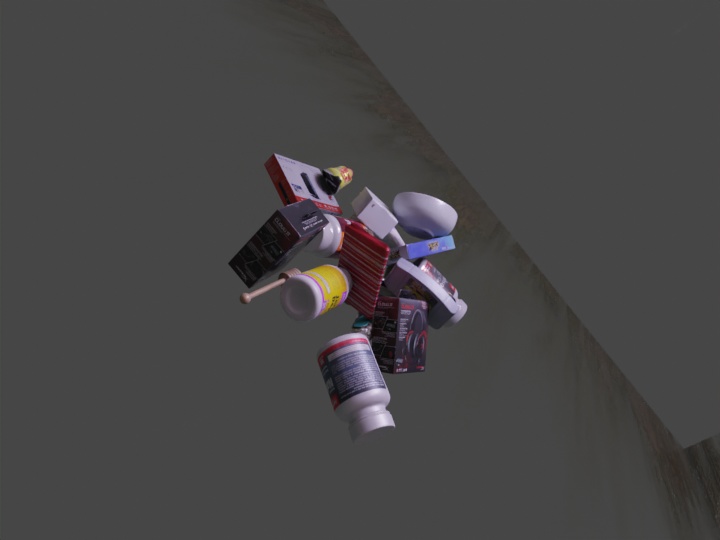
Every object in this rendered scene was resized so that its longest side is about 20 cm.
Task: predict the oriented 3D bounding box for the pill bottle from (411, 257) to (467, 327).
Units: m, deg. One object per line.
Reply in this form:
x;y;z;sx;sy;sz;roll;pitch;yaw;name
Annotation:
0.216;0.068;1.579;0.200;0.116;0.116;44;27;-10;pill bottle

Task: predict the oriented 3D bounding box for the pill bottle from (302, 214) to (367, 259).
-0.071;-0.088;1.414;0.199;0.114;0.115;5;51;-55;pill bottle

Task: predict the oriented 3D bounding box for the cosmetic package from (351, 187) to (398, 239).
0.038;-0.170;1.551;0.101;0.071;0.200;41;10;-16;cosmetic package

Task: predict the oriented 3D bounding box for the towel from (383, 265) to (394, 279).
0.126;0.054;1.630;0.148;0.036;0.200;44;28;-12;towel

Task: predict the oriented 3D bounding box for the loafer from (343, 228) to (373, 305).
-0.006;-0.009;1.386;0.076;0.201;0.067;15;2;15;loafer

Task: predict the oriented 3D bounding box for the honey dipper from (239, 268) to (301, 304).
-0.194;0.035;1.156;0.038;0.038;0.200;53;28;5;honey dipper

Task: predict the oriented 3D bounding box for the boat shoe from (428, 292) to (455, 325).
0.178;0.115;1.480;0.075;0.199;0.062;68;-12;-6;boat shoe

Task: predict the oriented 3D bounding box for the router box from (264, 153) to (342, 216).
-0.162;-0.233;1.529;0.199;0.049;0.180;6;51;-55;router box

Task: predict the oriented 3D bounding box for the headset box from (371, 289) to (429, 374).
0.100;0.148;1.315;0.148;0.075;0.202;11;82;-52;headset box

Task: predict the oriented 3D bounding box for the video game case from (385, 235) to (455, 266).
0.148;-0.053;1.577;0.199;0.181;0.046;-13;90;-40;video game case

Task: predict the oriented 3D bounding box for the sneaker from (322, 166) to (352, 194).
-0.065;-0.288;1.623;0.200;0.090;0.079;-126;-169;-76;sneaker

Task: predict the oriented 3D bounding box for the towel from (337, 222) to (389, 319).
0.000;0.000;1.283;0.022;0.201;0.144;-16;40;-41;towel

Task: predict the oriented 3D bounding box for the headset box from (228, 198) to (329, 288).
-0.167;-0.067;1.143;0.077;0.200;0.149;50;26;1;headset box

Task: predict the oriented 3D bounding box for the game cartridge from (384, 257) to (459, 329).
0.158;0.061;1.391;0.200;0.133;0.041;41;55;7;game cartridge

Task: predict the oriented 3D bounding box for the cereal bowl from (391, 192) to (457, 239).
0.181;-0.149;1.568;0.200;0.199;0.084;30;74;-35;cereal bowl

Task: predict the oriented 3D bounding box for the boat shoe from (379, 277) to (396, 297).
0.066;0.055;1.490;0.199;0.076;0.061;30;36;-34;boat shoe

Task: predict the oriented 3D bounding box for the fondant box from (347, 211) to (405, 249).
0.056;-0.106;1.699;0.200;0.058;0.145;3;52;-57;fondant box

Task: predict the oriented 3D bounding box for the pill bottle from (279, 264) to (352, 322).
-0.093;0.045;1.223;0.105;0.104;0.200;54;27;7;pill bottle

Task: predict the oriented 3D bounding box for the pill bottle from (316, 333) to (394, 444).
-0.007;0.243;1.089;0.119;0.119;0.201;16;42;-48;pill bottle

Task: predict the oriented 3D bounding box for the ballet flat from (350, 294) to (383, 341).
0.023;0.130;1.359;0.072;0.072;0.200;48;29;-4;ballet flat
